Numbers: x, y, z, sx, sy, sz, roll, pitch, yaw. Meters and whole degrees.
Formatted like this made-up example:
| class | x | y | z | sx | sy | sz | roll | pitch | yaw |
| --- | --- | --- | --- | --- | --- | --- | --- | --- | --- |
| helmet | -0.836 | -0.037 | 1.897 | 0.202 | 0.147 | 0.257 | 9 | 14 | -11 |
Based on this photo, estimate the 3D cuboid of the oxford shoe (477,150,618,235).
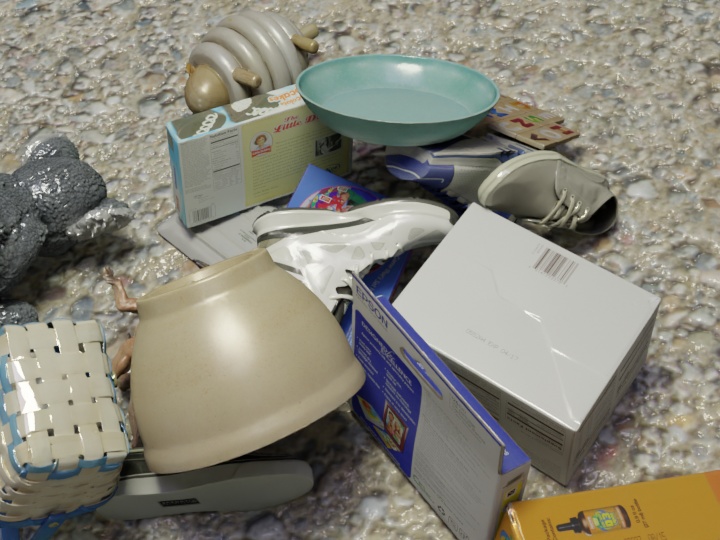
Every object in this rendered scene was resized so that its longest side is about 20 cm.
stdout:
| class | x | y | z | sx | sy | sz | roll | pitch | yaw |
| --- | --- | --- | --- | --- | --- | --- | --- | --- | --- |
| oxford shoe | 0.191 | -0.070 | 1.047 | 0.198 | 0.075 | 0.058 | 5 | 48 | -46 |

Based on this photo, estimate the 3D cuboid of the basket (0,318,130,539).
| class | x | y | z | sx | sy | sz | roll | pitch | yaw |
| --- | --- | --- | --- | --- | --- | --- | --- | --- | --- |
| basket | -0.279 | 0.143 | 0.919 | 0.138 | 0.199 | 0.178 | 0 | 64 | -41 |

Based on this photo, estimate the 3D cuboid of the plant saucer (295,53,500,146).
| class | x | y | z | sx | sy | sz | roll | pitch | yaw |
| --- | --- | --- | --- | --- | --- | --- | --- | --- | --- |
| plant saucer | 0.035 | -0.163 | 1.038 | 0.197 | 0.036 | 0.201 | 3 | 28 | -1 |

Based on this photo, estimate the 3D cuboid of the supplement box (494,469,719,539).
| class | x | y | z | sx | sy | sz | roll | pitch | yaw |
| --- | --- | --- | --- | --- | --- | --- | --- | --- | --- |
| supplement box | 0.211 | 0.217 | 0.868 | 0.197 | 0.069 | 0.067 | -4 | 48 | -15 |

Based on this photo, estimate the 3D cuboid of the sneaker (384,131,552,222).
| class | x | y | z | sx | sy | sz | roll | pitch | yaw |
| --- | --- | --- | --- | --- | --- | --- | --- | --- | --- |
| sneaker | 0.109 | -0.074 | 1.069 | 0.198 | 0.117 | 0.080 | -3 | 24 | -43 |

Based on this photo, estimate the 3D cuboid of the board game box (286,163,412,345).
| class | x | y | z | sx | sy | sz | roll | pitch | yaw |
| --- | --- | --- | --- | --- | --- | --- | --- | --- | --- |
| board game box | -0.031 | 0.006 | 1.063 | 0.133 | 0.045 | 0.202 | 23 | 60 | 5 |

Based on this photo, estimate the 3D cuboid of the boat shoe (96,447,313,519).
| class | x | y | z | sx | sy | sz | roll | pitch | yaw |
| --- | --- | --- | --- | --- | --- | --- | --- | --- | --- |
| boat shoe | -0.140 | 0.176 | 0.960 | 0.197 | 0.071 | 0.064 | -5 | 55 | 5 |

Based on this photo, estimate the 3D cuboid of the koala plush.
| class | x | y | z | sx | sy | sz | roll | pitch | yaw |
| --- | --- | --- | --- | --- | --- | --- | --- | --- | --- |
| koala plush | -0.342 | -0.054 | 1.096 | 0.199 | 0.185 | 0.177 | -28 | 56 | -28 |

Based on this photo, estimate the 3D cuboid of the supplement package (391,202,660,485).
| class | x | y | z | sx | sy | sz | roll | pitch | yaw |
| --- | --- | --- | --- | --- | --- | --- | --- | --- | --- |
| supplement package | 0.145 | 0.063 | 0.982 | 0.199 | 0.111 | 0.156 | 30 | 63 | 23 |

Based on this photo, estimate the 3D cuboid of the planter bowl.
| class | x | y | z | sx | sy | sz | roll | pitch | yaw |
| --- | --- | --- | --- | --- | --- | --- | --- | --- | --- |
| planter bowl | -0.110 | 0.063 | 0.902 | 0.198 | 0.200 | 0.136 | -22 | 98 | -9 |

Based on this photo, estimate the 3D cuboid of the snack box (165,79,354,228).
| class | x | y | z | sx | sy | sz | roll | pitch | yaw |
| --- | --- | --- | --- | --- | --- | --- | --- | --- | --- |
| snack box | -0.100 | -0.126 | 1.119 | 0.198 | 0.117 | 0.037 | -20 | 50 | -21 |

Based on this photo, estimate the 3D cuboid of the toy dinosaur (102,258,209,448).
| class | x | y | z | sx | sy | sz | roll | pitch | yaw |
| --- | --- | --- | --- | --- | --- | --- | --- | --- | --- |
| toy dinosaur | -0.180 | 0.061 | 1.019 | 0.134 | 0.086 | 0.202 | -7 | 51 | 18 |

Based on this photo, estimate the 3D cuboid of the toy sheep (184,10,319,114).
| class | x | y | z | sx | sy | sz | roll | pitch | yaw |
| --- | --- | --- | --- | --- | --- | --- | --- | --- | --- |
| toy sheep | -0.117 | -0.228 | 1.209 | 0.137 | 0.139 | 0.199 | 37 | 51 | 27 |

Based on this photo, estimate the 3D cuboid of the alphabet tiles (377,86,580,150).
| class | x | y | z | sx | sy | sz | roll | pitch | yaw |
| --- | --- | --- | --- | --- | --- | --- | --- | --- | --- |
| alphabet tiles | 0.130 | -0.174 | 1.152 | 0.198 | 0.008 | 0.167 | 27 | 26 | 25 |

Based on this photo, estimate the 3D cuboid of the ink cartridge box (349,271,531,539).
| class | x | y | z | sx | sy | sz | roll | pitch | yaw |
| --- | --- | --- | --- | --- | --- | --- | --- | --- | --- |
| ink cartridge box | 0.062 | 0.119 | 0.897 | 0.047 | 0.201 | 0.198 | -26 | 56 | -23 |

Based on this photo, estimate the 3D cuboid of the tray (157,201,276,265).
| class | x | y | z | sx | sy | sz | roll | pitch | yaw |
| --- | --- | --- | --- | --- | --- | --- | --- | --- | --- |
| tray | -0.116 | -0.031 | 1.133 | 0.199 | 0.022 | 0.107 | 36 | 65 | 27 |

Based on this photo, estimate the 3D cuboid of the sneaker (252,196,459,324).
| class | x | y | z | sx | sy | sz | roll | pitch | yaw |
| --- | --- | --- | --- | --- | --- | --- | --- | --- | --- |
| sneaker | 0.000 | 0.000 | 1.013 | 0.197 | 0.076 | 0.117 | -5 | 70 | -2 |
